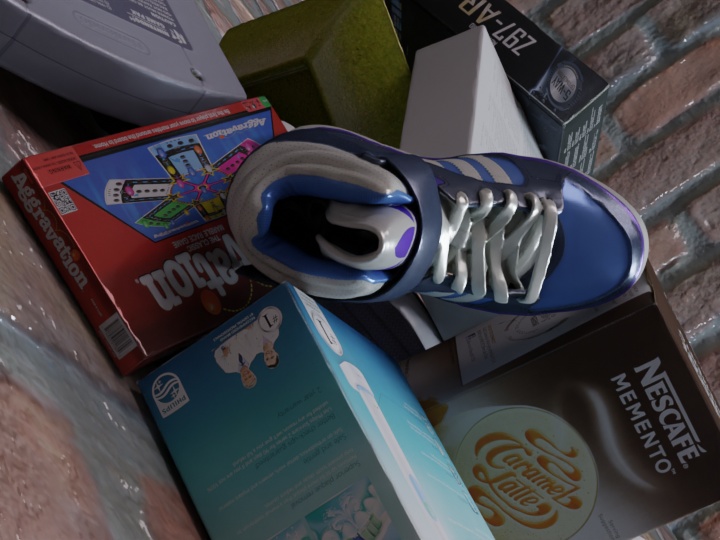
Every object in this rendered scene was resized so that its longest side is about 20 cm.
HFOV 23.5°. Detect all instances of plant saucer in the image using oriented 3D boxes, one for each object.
[{"bbox_3d":[-0.025,-0.070,1.119,0.199,0.048,0.201,-6,-73,58],"label":"plant saucer"}]

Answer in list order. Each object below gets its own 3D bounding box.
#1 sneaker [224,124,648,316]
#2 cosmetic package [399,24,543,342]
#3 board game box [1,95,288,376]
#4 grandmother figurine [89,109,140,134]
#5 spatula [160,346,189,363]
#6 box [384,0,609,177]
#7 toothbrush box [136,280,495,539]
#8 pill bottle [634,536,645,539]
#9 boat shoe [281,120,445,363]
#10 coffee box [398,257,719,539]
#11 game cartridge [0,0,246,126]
[{"bbox_3d":[0.036,-0.011,0.786,0.198,0.081,0.147,15,15,2],"label":"sneaker"},{"bbox_3d":[0.074,-0.027,1.000,0.151,0.051,0.201,60,23,-28],"label":"cosmetic package"},{"bbox_3d":[-0.076,-0.023,0.825,0.103,0.019,0.200,58,31,4],"label":"board game box"},{"bbox_3d":[-0.126,-0.100,0.976,0.121,0.061,0.201,19,33,-32],"label":"grandmother figurine"},{"bbox_3d":[-0.060,0.056,0.862,0.200,0.020,0.057,35,43,-60],"label":"spatula"},{"bbox_3d":[0.085,-0.102,1.161,0.160,0.043,0.200,43,-21,21],"label":"box"},{"bbox_3d":[0.004,0.123,0.761,0.201,0.085,0.146,59,9,24],"label":"toothbrush box"},{"bbox_3d":[0.181,0.276,1.130,0.112,0.112,0.201,50,11,-37],"label":"pill bottle"},{"bbox_3d":[0.000,0.000,0.958,0.201,0.073,0.067,56,39,-10],"label":"boat shoe"},{"bbox_3d":[0.082,0.089,0.892,0.115,0.199,0.080,60,13,-15],"label":"coffee box"},{"bbox_3d":[-0.148,-0.136,0.869,0.199,0.041,0.133,20,28,-48],"label":"game cartridge"}]
